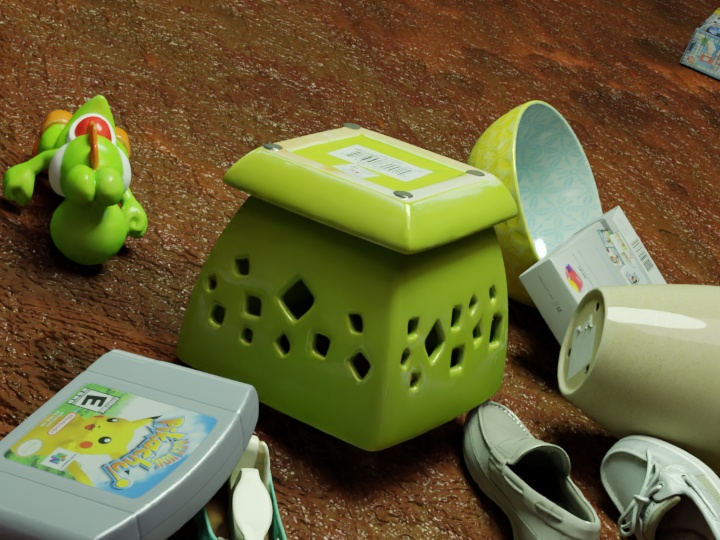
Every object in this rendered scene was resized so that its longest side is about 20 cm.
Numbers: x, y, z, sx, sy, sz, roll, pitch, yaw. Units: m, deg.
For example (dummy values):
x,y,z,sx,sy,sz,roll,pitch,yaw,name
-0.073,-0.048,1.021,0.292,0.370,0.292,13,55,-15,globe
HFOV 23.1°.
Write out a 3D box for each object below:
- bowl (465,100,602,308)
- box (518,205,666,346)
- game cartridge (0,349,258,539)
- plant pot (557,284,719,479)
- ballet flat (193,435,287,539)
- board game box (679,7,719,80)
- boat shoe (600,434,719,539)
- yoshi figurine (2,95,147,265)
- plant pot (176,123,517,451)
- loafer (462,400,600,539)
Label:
x,y,z,sx,sy,sz,roll,pitch,yaw,name
0.146,-0.051,1.674,0.107,0.202,0.200,-14,8,29,bowl
0.231,0.037,1.595,0.157,0.041,0.200,58,28,0,box
-0.154,0.119,1.106,0.132,0.041,0.200,16,34,23,game cartridge
0.268,0.088,1.434,0.198,0.189,0.188,17,25,-12,plant pot
-0.078,0.150,1.154,0.067,0.071,0.201,13,26,-19,ballet flat
0.605,-0.316,2.682,0.199,0.062,0.200,30,25,11,board game box
0.249,0.201,1.333,0.064,0.075,0.202,3,38,-45,boat shoe
-0.230,-0.064,1.457,0.113,0.112,0.200,58,-1,-19,yoshi figurine
0.000,0.000,1.348,0.199,0.183,0.198,21,22,28,plant pot
0.131,0.156,1.321,0.069,0.070,0.200,9,28,-26,loafer
